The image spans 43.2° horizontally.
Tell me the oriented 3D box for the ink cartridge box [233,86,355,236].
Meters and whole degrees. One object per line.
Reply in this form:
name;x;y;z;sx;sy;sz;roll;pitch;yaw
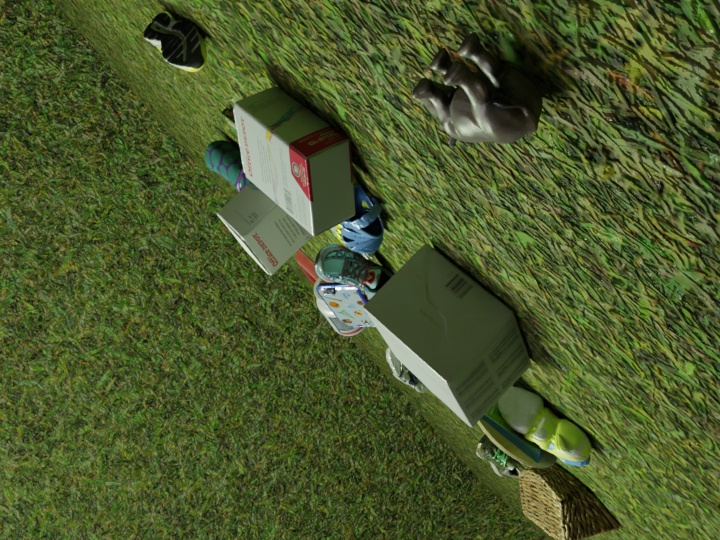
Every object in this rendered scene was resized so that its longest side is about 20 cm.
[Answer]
ink cartridge box;-0.101;-0.171;1.393;0.200;0.083;0.146;41;149;37

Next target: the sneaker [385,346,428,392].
sneaker;0.118;0.280;2.720;0.199;0.080;0.129;39;169;-32

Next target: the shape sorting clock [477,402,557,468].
shape sorting clock;0.282;0.286;1.683;0.199;0.039;0.200;26;-155;-13

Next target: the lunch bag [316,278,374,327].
lunch bag;0.000;0.058;2.053;0.159;0.076;0.200;1;149;27

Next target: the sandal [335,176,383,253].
sandal;0.004;-0.077;1.510;0.087;0.080;0.200;38;171;26

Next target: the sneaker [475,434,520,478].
sneaker;0.400;0.527;2.571;0.088;0.077;0.200;17;158;48

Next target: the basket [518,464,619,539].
basket;0.468;0.507;2.062;0.200;0.148;0.144;-156;56;-71

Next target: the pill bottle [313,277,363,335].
pill bottle;-0.055;0.090;2.537;0.120;0.120;0.200;41;171;32

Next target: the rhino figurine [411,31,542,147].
rhino figurine;0.089;-0.140;0.760;0.087;0.060;0.200;37;178;-12

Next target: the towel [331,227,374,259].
towel;-0.048;-0.105;1.851;0.149;0.031;0.200;52;173;-27

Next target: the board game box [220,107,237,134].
board game box;-0.212;-0.266;1.900;0.200;0.023;0.105;39;172;41

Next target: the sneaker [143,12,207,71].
sneaker;-0.310;-0.394;1.620;0.090;0.078;0.200;42;-177;-43

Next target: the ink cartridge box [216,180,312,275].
ink cartridge box;-0.136;-0.111;1.614;0.084;0.200;0.145;41;171;31

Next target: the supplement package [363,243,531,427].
supplement package;0.140;0.103;1.417;0.191;0.147;0.200;41;171;32

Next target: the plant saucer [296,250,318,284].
plant saucer;-0.129;0.036;2.976;0.200;0.037;0.200;43;172;26

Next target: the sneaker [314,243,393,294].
sneaker;0.000;0.000;1.838;0.199;0.080;0.095;16;179;-37

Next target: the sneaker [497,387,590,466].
sneaker;0.330;0.289;1.625;0.200;0.076;0.105;38;169;45

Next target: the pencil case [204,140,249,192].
pencil case;-0.309;-0.254;2.260;0.200;0.085;0.093;39;154;47
